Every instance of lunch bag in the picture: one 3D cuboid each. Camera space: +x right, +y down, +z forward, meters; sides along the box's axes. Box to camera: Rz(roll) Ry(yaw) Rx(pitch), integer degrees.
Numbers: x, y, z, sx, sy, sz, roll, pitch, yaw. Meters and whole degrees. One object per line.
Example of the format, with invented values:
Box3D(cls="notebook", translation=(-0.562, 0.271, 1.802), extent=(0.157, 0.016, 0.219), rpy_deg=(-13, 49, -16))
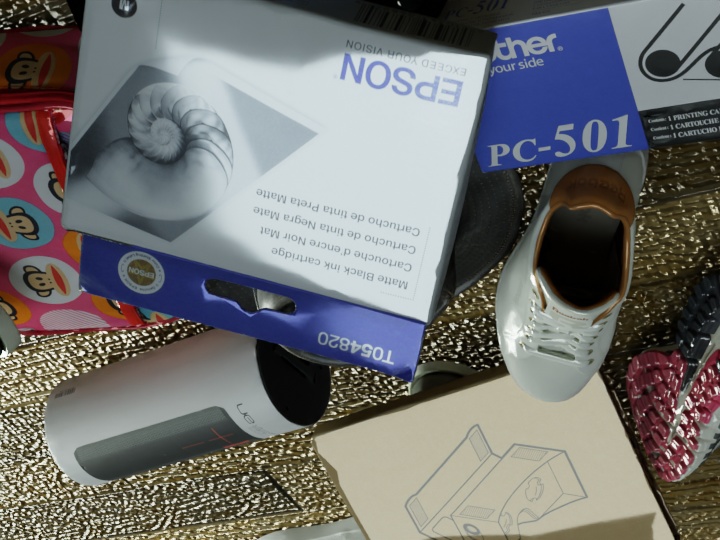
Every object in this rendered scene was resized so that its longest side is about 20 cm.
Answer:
Box3D(cls="lunch bag", translation=(-0.168, -0.048, 0.838), extent=(0.174, 0.083, 0.201), rpy_deg=(-3, 140, 12))

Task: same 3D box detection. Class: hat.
Box3D(cls="hat", translation=(0.000, 0.000, 0.809), extent=(0.198, 0.081, 0.202), rpy_deg=(-5, 135, -5))

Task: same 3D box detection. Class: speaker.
Box3D(cls="speaker", translation=(-0.118, 0.087, 0.982), extent=(0.199, 0.082, 0.081), rpy_deg=(-18, 132, 32))

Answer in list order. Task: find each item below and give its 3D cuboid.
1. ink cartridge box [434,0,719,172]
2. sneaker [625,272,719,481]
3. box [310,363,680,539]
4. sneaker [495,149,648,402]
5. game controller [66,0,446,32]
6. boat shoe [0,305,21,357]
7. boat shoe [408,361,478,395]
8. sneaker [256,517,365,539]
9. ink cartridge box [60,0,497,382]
Box3D(cls="ink cartridge box", translation=(0.142, -0.107, 0.705), extent=(0.198, 0.045, 0.094), rpy_deg=(-6, 136, 22))
Box3D(cls="sneaker", translation=(0.221, 0.066, 0.872), extent=(0.074, 0.081, 0.200), rpy_deg=(-10, 155, -20))
Box3D(cls="box", translation=(0.089, 0.143, 0.953), extent=(0.198, 0.021, 0.165), rpy_deg=(-20, 111, 21))
Box3D(cls="sneaker", translation=(0.110, 0.015, 0.809), extent=(0.072, 0.085, 0.201), rpy_deg=(11, 133, 8))
Box3D(cls="game controller", translation=(-0.058, -0.153, 0.705), extent=(0.198, 0.042, 0.105), rpy_deg=(-5, 138, 20))
Box3D(cls="boat shoe", translation=(-0.288, -0.002, 0.826), extent=(0.199, 0.066, 0.075), rpy_deg=(41, 153, 1))
Box3D(cls="boat shoe", translation=(0.079, 0.142, 1.009), extent=(0.071, 0.061, 0.203), rpy_deg=(-4, 137, 22))
Box3D(cls="sneaker", translation=(-0.039, 0.269, 1.154), extent=(0.199, 0.116, 0.073), rpy_deg=(-25, 130, 39))
Box3D(cls="ink cartridge box", translation=(-0.048, -0.043, 0.720), extent=(0.197, 0.041, 0.202), rpy_deg=(14, 119, 5))
